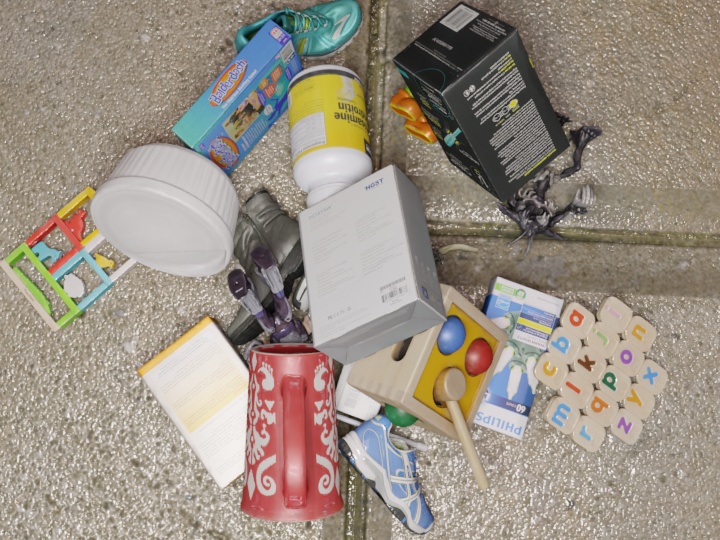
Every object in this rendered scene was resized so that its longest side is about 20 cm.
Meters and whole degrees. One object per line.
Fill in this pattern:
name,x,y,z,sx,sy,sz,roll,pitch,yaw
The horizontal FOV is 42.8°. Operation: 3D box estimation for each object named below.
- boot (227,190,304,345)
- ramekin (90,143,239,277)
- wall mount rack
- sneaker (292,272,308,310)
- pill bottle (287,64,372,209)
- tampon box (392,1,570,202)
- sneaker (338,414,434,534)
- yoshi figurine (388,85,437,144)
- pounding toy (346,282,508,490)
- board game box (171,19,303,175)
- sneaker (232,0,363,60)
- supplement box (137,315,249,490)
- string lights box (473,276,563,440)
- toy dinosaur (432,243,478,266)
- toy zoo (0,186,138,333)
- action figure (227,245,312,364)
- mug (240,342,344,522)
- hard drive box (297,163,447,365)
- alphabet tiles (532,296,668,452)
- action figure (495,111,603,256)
boot,-0.155,-0.004,1.306,0.130,0.068,0.201,35,84,16
ramekin,-0.256,-0.084,1.242,0.199,0.203,0.095,15,58,1
wall mount rack,0.033,0.164,1.276,0.171,0.075,0.203,19,84,5
sneaker,0.000,0.000,1.291,0.115,0.076,0.201,40,82,6
pill bottle,-0.041,-0.172,1.273,0.110,0.112,0.203,-6,69,-1
tampon box,0.162,-0.224,1.224,0.126,0.150,0.201,-39,129,-2
sneaker,0.051,0.277,1.226,0.077,0.076,0.201,-41,120,-10
yoshi figurine,0.139,-0.282,1.316,0.111,0.112,0.201,36,82,-4
pounding toy,0.103,0.143,1.183,0.141,0.184,0.202,13,73,44
board game box,-0.162,-0.230,1.277,0.045,0.152,0.201,38,83,13
sneaker,-0.088,-0.346,1.330,0.197,0.080,0.079,-19,81,-4
supplement box,-0.196,0.181,1.267,0.125,0.074,0.201,-36,85,-5
string lights box,0.204,0.123,1.287,0.101,0.059,0.203,18,83,0
toy dinosaur,0.074,-0.004,1.245,0.198,0.088,0.048,-26,76,-5
toy zoo,-0.399,-0.026,1.316,0.200,0.020,0.131,-42,85,-6
action figure,-0.111,0.067,1.228,0.130,0.201,0.069,-37,44,-11
mug,-0.075,0.200,1.148,0.132,0.176,0.204,-1,93,-34
hard drive box,0.011,-0.008,1.154,0.154,0.077,0.203,-25,56,24
alphabet tiles,0.336,0.145,1.283,0.194,0.015,0.202,34,80,-16
action figure,0.267,-0.122,1.298,0.117,0.102,0.203,23,82,-9
